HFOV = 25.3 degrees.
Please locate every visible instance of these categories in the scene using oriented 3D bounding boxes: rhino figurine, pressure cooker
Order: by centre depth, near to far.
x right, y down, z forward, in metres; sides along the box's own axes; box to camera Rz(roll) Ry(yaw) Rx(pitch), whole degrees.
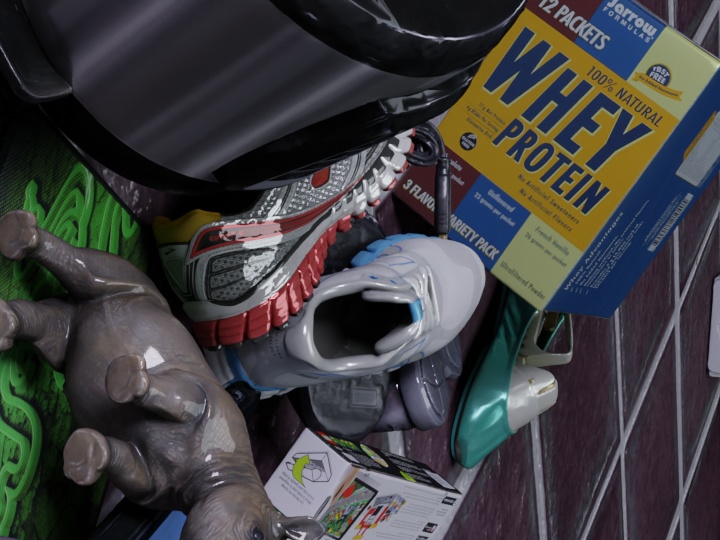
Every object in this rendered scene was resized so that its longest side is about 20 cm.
[{"bbox_3d":[-0.078,0.063,0.633,0.060,0.200,0.087,-45,151,10],"label":"rhino figurine"},{"bbox_3d":[-0.047,-0.127,0.637,0.175,0.199,0.180,25,57,-33],"label":"pressure cooker"}]

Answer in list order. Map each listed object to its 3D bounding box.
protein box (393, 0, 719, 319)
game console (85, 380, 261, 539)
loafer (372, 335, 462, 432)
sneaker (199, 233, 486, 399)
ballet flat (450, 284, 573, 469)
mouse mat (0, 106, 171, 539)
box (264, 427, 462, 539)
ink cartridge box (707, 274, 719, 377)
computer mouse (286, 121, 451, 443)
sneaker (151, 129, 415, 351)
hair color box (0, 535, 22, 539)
[{"bbox_3d":[0.159,-0.086,1.124,0.199,0.135,0.200,-55,160,10],"label":"protein box"},{"bbox_3d":[-0.077,0.178,0.703,0.177,0.116,0.200,-62,174,30],"label":"game console"},{"bbox_3d":[0.025,0.055,1.040,0.200,0.062,0.073,-63,133,-74],"label":"loafer"},{"bbox_3d":[0.014,0.025,0.865,0.199,0.086,0.076,-20,99,-45],"label":"sneaker"},{"bbox_3d":[0.130,0.073,1.278,0.068,0.070,0.201,72,32,-45],"label":"ballet flat"},{"bbox_3d":[-0.138,0.050,0.692,0.161,0.007,0.202,55,44,-58],"label":"mouse mat"},{"bbox_3d":[-0.013,0.155,0.926,0.110,0.035,0.200,-54,156,2],"label":"box"},{"bbox_3d":[0.574,0.072,2.359,0.200,0.083,0.148,-19,112,-66],"label":"ink cartridge box"},{"bbox_3d":[0.000,0.000,0.946,0.140,0.046,0.202,1,86,-46],"label":"computer mouse"},{"bbox_3d":[-0.036,-0.054,0.816,0.083,0.077,0.201,59,42,-28],"label":"sneaker"},{"bbox_3d":[-0.178,0.084,0.344,0.100,0.198,0.061,-17,110,-66],"label":"hair color box"}]
